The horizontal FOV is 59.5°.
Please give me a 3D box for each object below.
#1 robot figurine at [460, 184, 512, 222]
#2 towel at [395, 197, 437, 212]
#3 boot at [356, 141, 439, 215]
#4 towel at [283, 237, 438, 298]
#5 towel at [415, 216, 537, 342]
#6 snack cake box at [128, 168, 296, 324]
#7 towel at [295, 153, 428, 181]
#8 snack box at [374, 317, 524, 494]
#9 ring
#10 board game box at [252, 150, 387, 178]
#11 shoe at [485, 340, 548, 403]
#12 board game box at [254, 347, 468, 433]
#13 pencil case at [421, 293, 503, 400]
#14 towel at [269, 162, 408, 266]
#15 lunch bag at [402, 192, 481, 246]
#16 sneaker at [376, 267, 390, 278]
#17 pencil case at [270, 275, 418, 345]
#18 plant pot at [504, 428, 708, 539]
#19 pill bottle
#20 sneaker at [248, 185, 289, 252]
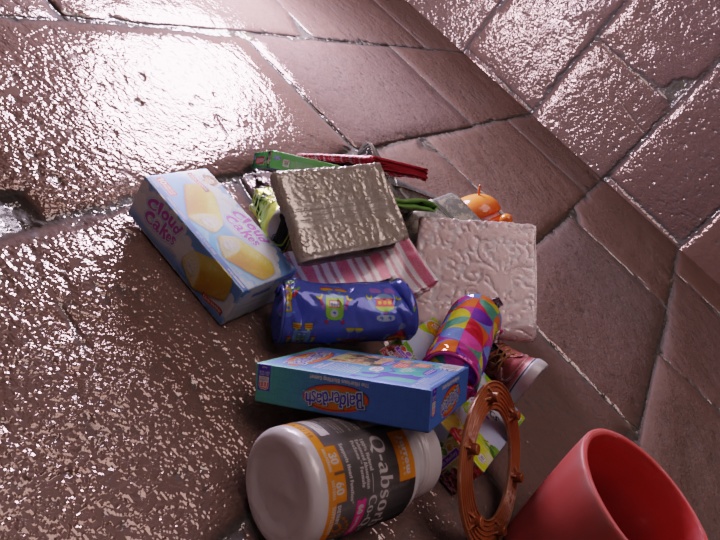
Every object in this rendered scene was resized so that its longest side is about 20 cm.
[{"bbox_3d":[0.232,-0.060,1.215,0.144,0.115,0.203,-83,155,-86],"label":"robot figurine"},{"bbox_3d":[0.014,-0.122,1.060,0.148,0.031,0.199,1,6,-35],"label":"towel"},{"bbox_3d":[0.092,-0.167,1.294,0.198,0.073,0.184,6,57,-33],"label":"boot"},{"bbox_3d":[0.000,0.000,0.909,0.198,0.030,0.147,-26,76,-24],"label":"towel"},{"bbox_3d":[0.180,0.012,1.002,0.197,0.032,0.194,5,72,3],"label":"towel"},{"bbox_3d":[-0.192,-0.037,0.823,0.200,0.067,0.115,47,32,11],"label":"snack cake box"},{"bbox_3d":[0.001,-0.176,1.063,0.143,0.023,0.199,5,6,-44],"label":"towel"},{"bbox_3d":[0.115,0.178,0.876,0.200,0.068,0.168,50,32,14],"label":"snack box"},{"bbox_3d":[0.167,0.239,0.777,0.199,0.019,0.204,7,82,-57],"label":"ring"},{"bbox_3d":[-0.070,-0.164,1.051,0.197,0.030,0.134,10,5,-22],"label":"board game box"},{"bbox_3d":[0.219,0.148,0.958,0.091,0.071,0.200,44,-8,16],"label":"shoe"},{"bbox_3d":[0.006,0.126,0.701,0.197,0.046,0.152,5,2,24],"label":"board game box"},{"bbox_3d":[0.144,0.102,0.862,0.088,0.089,0.200,41,32,4],"label":"pencil case"},{"bbox_3d":[-0.026,-0.083,0.875,0.198,0.034,0.134,-11,75,-39],"label":"towel"},{"bbox_3d":[0.144,-0.021,1.109,0.167,0.140,0.201,-23,64,-37],"label":"lunch bag"},{"bbox_3d":[-0.002,0.000,0.986,0.199,0.079,0.095,39,19,-4],"label":"sneaker"},{"bbox_3d":[-0.020,0.051,0.822,0.197,0.078,0.088,-1,84,-20],"label":"pencil case"},{"bbox_3d":[0.282,0.326,0.758,0.199,0.178,0.202,28,32,-19],"label":"plant pot"},{"bbox_3d":[-0.010,0.207,0.655,0.198,0.117,0.117,2,47,-45],"label":"pill bottle"},{"bbox_3d":[-0.130,-0.081,0.927,0.076,0.076,0.200,22,10,-9],"label":"sneaker"}]
